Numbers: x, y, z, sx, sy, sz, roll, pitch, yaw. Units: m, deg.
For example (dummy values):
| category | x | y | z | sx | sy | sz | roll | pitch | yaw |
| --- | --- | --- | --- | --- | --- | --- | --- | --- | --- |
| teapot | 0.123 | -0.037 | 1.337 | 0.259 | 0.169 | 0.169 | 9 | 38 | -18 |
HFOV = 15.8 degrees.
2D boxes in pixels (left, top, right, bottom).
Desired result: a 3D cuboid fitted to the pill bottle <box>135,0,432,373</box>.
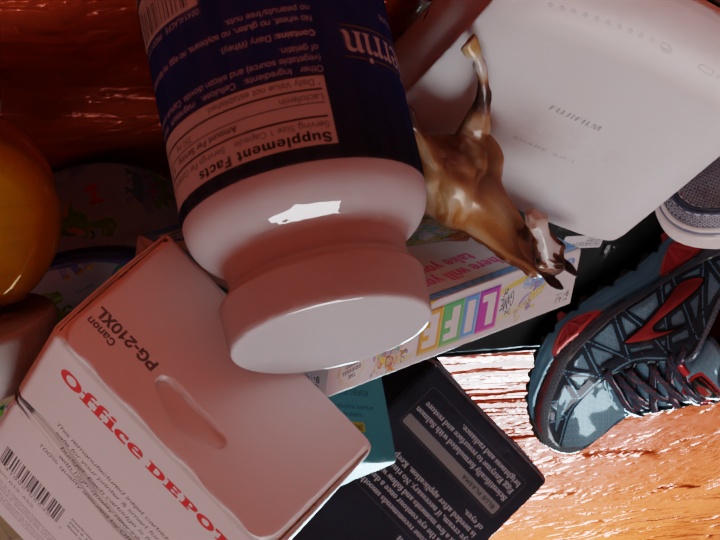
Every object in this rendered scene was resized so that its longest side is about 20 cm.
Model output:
| category | x | y | z | sx | sy | sz | roll | pitch | yaw |
| --- | --- | --- | --- | --- | --- | --- | --- | --- | --- |
| pill bottle | -0.033 | -0.062 | 1.195 | 0.115 | 0.201 | 0.116 | -11 | 162 | -4 |

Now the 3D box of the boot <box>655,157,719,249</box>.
| category | x | y | z | sx | sy | sz | roll | pitch | yaw |
| --- | --- | --- | --- | --- | --- | --- | --- | --- | --- |
| boot | 0.243 | -0.079 | 1.353 | 0.200 | 0.073 | 0.090 | -23 | 155 | 4 |

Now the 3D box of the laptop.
| category | x | y | z | sx | sy | sz | roll | pitch | yaw |
| --- | --- | --- | --- | --- | --- | --- | --- | --- | --- |
| laptop | 0.096 | -0.006 | 1.547 | 0.177 | 0.103 | 0.200 | -4 | 134 | -28 |

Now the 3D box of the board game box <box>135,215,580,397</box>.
| category | x | y | z | sx | sy | sz | roll | pitch | yaw |
| --- | --- | --- | --- | --- | --- | --- | --- | --- | --- |
| board game box | 0.000 | 0.000 | 1.331 | 0.134 | 0.034 | 0.200 | 26 | -152 | 34 |

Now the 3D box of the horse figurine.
| category | x | y | z | sx | sy | sz | roll | pitch | yaw |
| --- | --- | --- | --- | --- | --- | --- | --- | --- | --- |
| horse figurine | 0.011 | -0.061 | 1.308 | 0.200 | 0.050 | 0.133 | 5 | 135 | 35 |

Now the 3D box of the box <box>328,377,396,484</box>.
| category | x | y | z | sx | sy | sz | roll | pitch | yaw |
| --- | --- | --- | --- | --- | --- | --- | --- | --- | --- |
| box | -0.040 | 0.014 | 1.412 | 0.082 | 0.201 | 0.049 | 7 | 156 | -44 |

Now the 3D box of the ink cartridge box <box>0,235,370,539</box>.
| category | x | y | z | sx | sy | sz | roll | pitch | yaw |
| --- | --- | --- | --- | --- | --- | --- | --- | --- | --- |
| ink cartridge box | -0.098 | 0.094 | 1.270 | 0.084 | 0.145 | 0.200 | -43 | 176 | -31 |

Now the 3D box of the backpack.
| category | x | y | z | sx | sy | sz | roll | pitch | yaw |
| --- | --- | --- | --- | --- | --- | --- | --- | --- | --- |
| backpack | -0.138 | 0.045 | 1.470 | 0.183 | 0.147 | 0.200 | -22 | 133 | 21 |

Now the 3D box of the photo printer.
| category | x | y | z | sx | sy | sz | roll | pitch | yaw |
| --- | --- | --- | --- | --- | --- | --- | --- | --- | --- |
| photo printer | 0.111 | -0.100 | 1.304 | 0.166 | 0.070 | 0.200 | 23 | 150 | -15 |

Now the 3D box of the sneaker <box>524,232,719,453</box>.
| category | x | y | z | sx | sy | sz | roll | pitch | yaw |
| --- | --- | --- | --- | --- | --- | --- | --- | --- | --- |
| sneaker | 0.178 | 0.044 | 1.492 | 0.200 | 0.096 | 0.079 | -45 | 134 | 17 |

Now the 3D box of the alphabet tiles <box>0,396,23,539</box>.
| category | x | y | z | sx | sy | sz | roll | pitch | yaw |
| --- | --- | --- | --- | --- | --- | --- | --- | --- | --- |
| alphabet tiles | -0.163 | 0.113 | 1.429 | 0.167 | 0.008 | 0.200 | -15 | 128 | 17 |

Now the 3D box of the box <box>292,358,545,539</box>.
| category | x | y | z | sx | sy | sz | roll | pitch | yaw |
| --- | --- | --- | --- | --- | --- | --- | --- | --- | --- |
| box | -0.004 | 0.154 | 1.741 | 0.200 | 0.117 | 0.197 | -44 | -168 | -4 |

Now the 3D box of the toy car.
| category | x | y | z | sx | sy | sz | roll | pitch | yaw |
| --- | --- | --- | --- | --- | --- | --- | --- | --- | --- |
| toy car | -0.247 | -0.022 | 1.295 | 0.199 | 0.175 | 0.150 | -12 | -162 | -2 |
